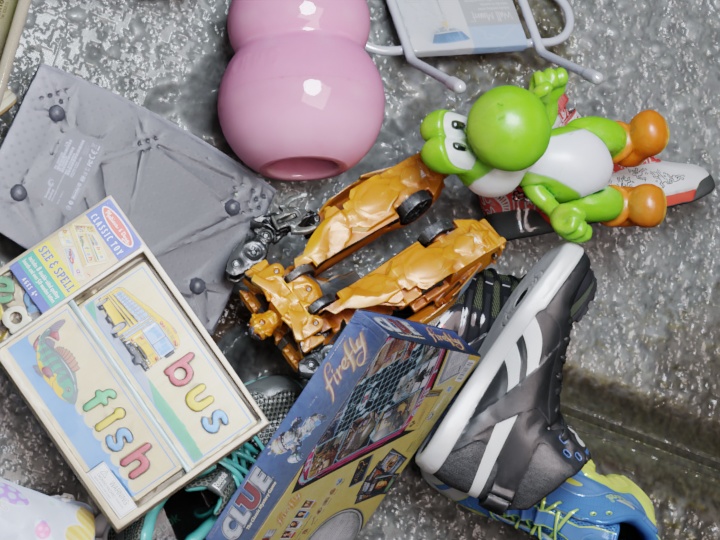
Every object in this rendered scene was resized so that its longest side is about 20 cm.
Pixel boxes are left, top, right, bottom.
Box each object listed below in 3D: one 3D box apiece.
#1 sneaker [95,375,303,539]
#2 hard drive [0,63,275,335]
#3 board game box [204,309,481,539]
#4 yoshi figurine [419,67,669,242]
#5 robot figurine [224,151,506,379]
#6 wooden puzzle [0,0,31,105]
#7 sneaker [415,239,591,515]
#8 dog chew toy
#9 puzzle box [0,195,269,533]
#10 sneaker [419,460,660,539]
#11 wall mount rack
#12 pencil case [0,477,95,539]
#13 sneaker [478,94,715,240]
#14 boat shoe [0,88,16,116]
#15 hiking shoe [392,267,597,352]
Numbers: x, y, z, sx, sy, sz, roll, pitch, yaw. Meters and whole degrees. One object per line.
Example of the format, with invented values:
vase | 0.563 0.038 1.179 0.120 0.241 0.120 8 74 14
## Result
sneaker | -0.103 0.153 1.638 0.078 0.091 0.200 48 70 -11
hard drive | -0.174 -0.049 1.657 0.199 0.042 0.135 28 75 -17
board game box | -0.011 0.124 1.621 0.200 0.035 0.135 -56 150 11
yoshi figurine | 0.142 -0.086 1.660 0.199 0.113 0.112 7 122 -30
robot figurine | 0.000 0.000 1.670 0.199 0.058 0.145 -31 72 -19
wooden puzzle | -0.319 -0.190 1.555 0.199 0.037 0.186 9 71 13
sneaker | 0.137 0.086 1.676 0.112 0.073 0.201 33 90 -6
dog chew toy | -0.045 -0.171 1.684 0.124 0.124 0.201 3 76 -21
puzzle box | -0.172 0.064 1.591 0.133 0.025 0.200 -35 84 -14
sneaker | 0.146 0.172 1.720 0.199 0.105 0.076 16 101 -20
wall mount rack | 0.092 -0.189 1.737 0.199 0.075 0.175 -6 59 -22
pencil case | -0.281 0.167 1.569 0.199 0.083 0.091 27 88 -16
sneaker | 0.183 -0.092 1.790 0.200 0.067 0.109 -12 91 -20
boat shoe | -0.337 -0.103 1.582 0.199 0.074 0.070 -26 100 -21
hiking shoe | 0.089 0.022 1.736 0.199 0.076 0.101 -25 97 -21
